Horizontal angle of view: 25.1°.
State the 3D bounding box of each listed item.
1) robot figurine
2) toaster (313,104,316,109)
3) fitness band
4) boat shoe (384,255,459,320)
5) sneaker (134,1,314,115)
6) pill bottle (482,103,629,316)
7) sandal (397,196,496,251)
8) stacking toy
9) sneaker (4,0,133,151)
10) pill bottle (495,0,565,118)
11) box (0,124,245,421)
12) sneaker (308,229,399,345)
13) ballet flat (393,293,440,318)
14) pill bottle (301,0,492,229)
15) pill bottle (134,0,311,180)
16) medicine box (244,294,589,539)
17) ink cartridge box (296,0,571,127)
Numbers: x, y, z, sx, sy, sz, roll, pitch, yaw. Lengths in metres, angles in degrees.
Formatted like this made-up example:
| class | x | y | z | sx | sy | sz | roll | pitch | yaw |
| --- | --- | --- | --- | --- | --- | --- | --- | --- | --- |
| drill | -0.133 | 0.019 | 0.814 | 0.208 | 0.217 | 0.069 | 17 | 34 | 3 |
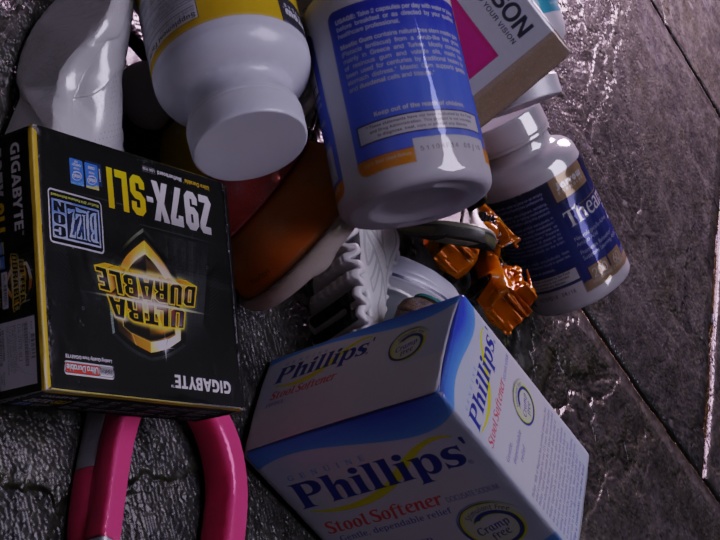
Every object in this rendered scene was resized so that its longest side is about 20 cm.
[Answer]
| class | x | y | z | sx | sy | sz | roll | pitch | yaw |
| --- | --- | --- | --- | --- | --- | --- | --- | --- | --- |
| robot figurine | 0.107 | -0.019 | 1.465 | 0.145 | 0.058 | 0.200 | 46 | 13 | -13 |
| toaster | -0.018 | -0.215 | 1.370 | 0.199 | 0.128 | 0.115 | 31 | 47 | -48 |
| fitness band | -0.129 | 0.160 | 1.073 | 0.143 | 0.037 | 0.202 | 40 | 43 | -41 |
| boat shoe | 0.064 | 0.062 | 1.399 | 0.200 | 0.073 | 0.067 | 40 | 48 | -34 |
| sneaker | -0.120 | -0.183 | 1.269 | 0.200 | 0.074 | 0.118 | 45 | -10 | 0 |
| pill bottle | 0.184 | -0.065 | 1.628 | 0.202 | 0.110 | 0.111 | 63 | 32 | -13 |
| sandal | 0.070 | -0.063 | 1.336 | 0.201 | 0.079 | 0.058 | -96 | -163 | -71 |
| stacking toy | -0.097 | -0.082 | 1.197 | 0.200 | 0.146 | 0.147 | 43 | 38 | -14 |
| sneaker | -0.187 | -0.109 | 1.105 | 0.088 | 0.075 | 0.202 | 43 | 50 | -43 |
| pill bottle | 0.102 | -0.231 | 1.337 | 0.110 | 0.110 | 0.202 | -20 | 90 | -59 |
| box | -0.152 | 0.008 | 1.024 | 0.199 | 0.049 | 0.162 | 16 | 64 | -58 |
| sneaker | 0.000 | 0.000 | 1.308 | 0.080 | 0.075 | 0.203 | 4 | 72 | -37 |
| ballet flat | 0.045 | 0.099 | 1.308 | 0.068 | 0.067 | 0.201 | -58 | 153 | -30 |
| pill bottle | 0.019 | -0.140 | 1.138 | 0.112 | 0.111 | 0.203 | 10 | 65 | -56 |
| pill bottle | -0.096 | -0.168 | 1.124 | 0.112 | 0.111 | 0.202 | 24 | 43 | -51 |
| medicine box | 0.045 | 0.140 | 1.221 | 0.200 | 0.181 | 0.104 | 49 | 36 | -31 |
| ink cartridge box | 0.038 | -0.193 | 1.242 | 0.201 | 0.164 | 0.075 | 51 | 3 | -5 |
